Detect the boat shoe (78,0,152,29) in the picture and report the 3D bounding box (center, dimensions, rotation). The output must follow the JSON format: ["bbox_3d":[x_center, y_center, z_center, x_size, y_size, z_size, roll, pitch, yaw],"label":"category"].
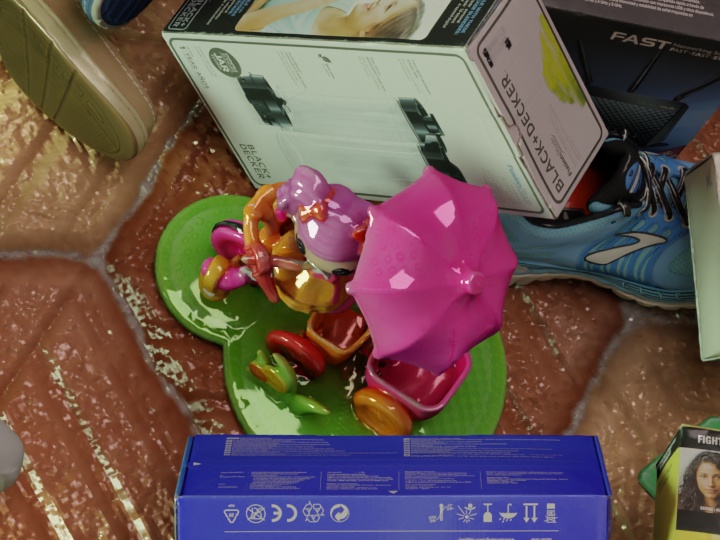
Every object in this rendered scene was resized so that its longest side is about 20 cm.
[{"bbox_3d":[-0.116,-0.183,1.477,0.072,0.072,0.200,40,25,-2],"label":"boat shoe"}]

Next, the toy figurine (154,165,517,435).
[{"bbox_3d":[0.000,0.000,1.396,0.200,0.184,0.150,36,65,4],"label":"toy figurine"}]

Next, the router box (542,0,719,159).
[{"bbox_3d":[0.098,-0.125,1.503,0.199,0.150,0.062,9,65,-12],"label":"router box"}]

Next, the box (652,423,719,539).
[{"bbox_3d":[0.168,0.174,1.305,0.075,0.050,0.201,10,63,-3],"label":"box"}]

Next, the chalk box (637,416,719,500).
[{"bbox_3d":[0.224,0.159,1.427,0.124,0.124,0.200,-34,80,-26],"label":"chalk box"}]

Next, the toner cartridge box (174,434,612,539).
[{"bbox_3d":[0.015,0.110,1.345,0.199,0.095,0.043,0,103,1],"label":"toner cartridge box"}]

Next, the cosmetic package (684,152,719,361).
[{"bbox_3d":[0.271,-0.012,1.457,0.199,0.073,0.104,-3,85,-5],"label":"cosmetic package"}]

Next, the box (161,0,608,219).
[{"bbox_3d":[0.012,-0.092,1.425,0.060,0.199,0.117,-55,132,-29],"label":"box"}]

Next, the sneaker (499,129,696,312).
[{"bbox_3d":[0.141,-0.030,1.507,0.199,0.090,0.079,-1,66,-16],"label":"sneaker"}]

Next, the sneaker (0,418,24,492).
[{"bbox_3d":[-0.228,0.022,1.386,0.200,0.078,0.099,41,59,3],"label":"sneaker"}]

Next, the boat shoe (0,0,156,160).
[{"bbox_3d":[-0.163,-0.145,1.481,0.064,0.071,0.200,-35,79,-26],"label":"boat shoe"}]
